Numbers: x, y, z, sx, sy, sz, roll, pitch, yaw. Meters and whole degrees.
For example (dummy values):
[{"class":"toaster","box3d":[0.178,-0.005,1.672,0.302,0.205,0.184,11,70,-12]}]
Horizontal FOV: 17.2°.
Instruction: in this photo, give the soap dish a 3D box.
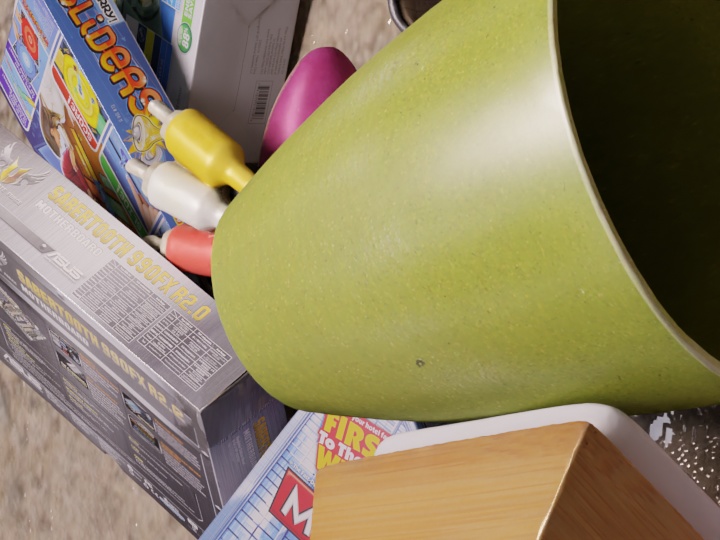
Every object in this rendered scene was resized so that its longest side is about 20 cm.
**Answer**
[{"class":"soap dish","box3d":[0.085,0.142,0.879,0.157,0.200,0.081,-15,36,52]}]

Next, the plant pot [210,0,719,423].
[{"class":"plant pot","box3d":[0.047,-0.016,0.896,0.200,0.187,0.188,-22,71,35]}]

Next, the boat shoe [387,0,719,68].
[{"class":"boat shoe","box3d":[0.088,-0.112,0.989,0.200,0.060,0.074,14,101,53]}]

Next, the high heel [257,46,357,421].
[{"class":"high heel","box3d":[0.000,0.000,1.097,0.096,0.067,0.201,17,105,57]}]

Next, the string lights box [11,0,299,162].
[{"class":"string lights box","box3d":[-0.112,-0.139,1.263,0.200,0.059,0.103,35,121,49]}]

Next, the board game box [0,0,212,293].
[{"class":"board game box","box3d":[-0.119,-0.046,1.210,0.200,0.034,0.135,60,157,10]}]

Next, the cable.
[{"class":"cable","box3d":[-0.032,-0.009,1.055,0.200,0.050,0.098,24,119,46]}]

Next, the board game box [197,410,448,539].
[{"class":"board game box","box3d":[0.022,0.124,1.029,0.200,0.062,0.200,39,122,28]}]

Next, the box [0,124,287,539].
[{"class":"box","box3d":[-0.116,0.040,1.164,0.200,0.048,0.159,38,155,28]}]
